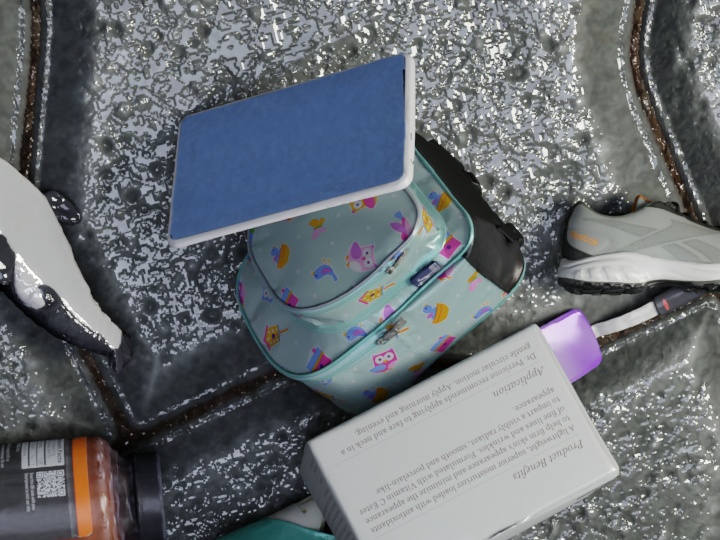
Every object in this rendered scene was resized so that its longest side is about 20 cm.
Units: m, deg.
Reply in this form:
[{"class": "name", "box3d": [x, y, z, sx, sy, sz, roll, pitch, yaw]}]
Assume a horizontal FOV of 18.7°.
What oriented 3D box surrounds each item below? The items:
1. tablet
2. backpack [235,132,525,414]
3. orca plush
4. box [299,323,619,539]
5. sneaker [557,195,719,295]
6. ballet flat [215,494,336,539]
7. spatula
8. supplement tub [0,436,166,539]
[{"class": "tablet", "box3d": [-0.052, -0.089, 1.643, 0.200, 0.130, 0.014, -15, 140, 21]}, {"class": "backpack", "box3d": [0.000, 0.000, 1.667, 0.153, 0.176, 0.200, 23, 113, -46]}, {"class": "orca plush", "box3d": [-0.256, -0.001, 1.709, 0.071, 0.105, 0.200, -20, 127, 39]}, {"class": "box", "box3d": [0.070, 0.155, 1.683, 0.199, 0.200, 0.131, -27, 81, -8]}, {"class": "sneaker", "box3d": [0.258, -0.021, 1.748, 0.200, 0.074, 0.079, 1, 81, -2]}, {"class": "ballet flat", "box3d": [-0.020, 0.221, 1.797, 0.200, 0.067, 0.071, 13, 79, -10]}, {"class": "spatula", "box3d": [0.226, 0.036, 1.790, 0.200, 0.021, 0.057, -26, 105, 0]}, {"class": "supplement tub", "box3d": [-0.255, 0.188, 1.729, 0.200, 0.107, 0.107, -4, 106, -6]}]
